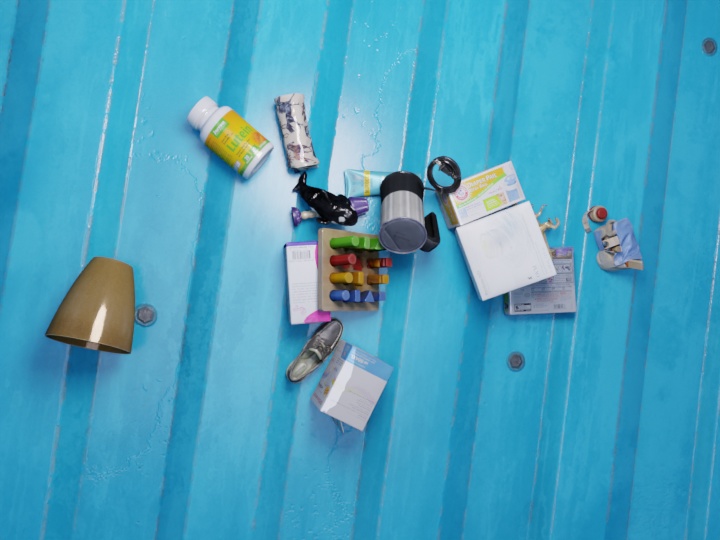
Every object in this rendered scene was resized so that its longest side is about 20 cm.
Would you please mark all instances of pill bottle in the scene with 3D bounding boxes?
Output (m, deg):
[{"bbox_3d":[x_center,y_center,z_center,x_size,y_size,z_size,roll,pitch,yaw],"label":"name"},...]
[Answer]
[{"bbox_3d":[-0.322,-0.330,1.422,0.200,0.111,0.111,40,83,-7],"label":"pill bottle"}]

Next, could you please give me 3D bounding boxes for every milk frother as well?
[{"bbox_3d":[0.147,-0.166,1.418,0.179,0.200,0.189,16,44,-14],"label":"milk frother"}]

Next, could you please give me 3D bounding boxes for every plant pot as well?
[{"bbox_3d":[-0.601,0.077,1.342,0.185,0.186,0.201,13,73,-10],"label":"plant pot"}]

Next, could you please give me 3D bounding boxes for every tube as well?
[{"bbox_3d":[0.059,-0.231,1.527,0.198,0.050,0.078,-2,90,-6],"label":"tube"}]

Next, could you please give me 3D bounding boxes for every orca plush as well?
[{"bbox_3d":[-0.086,-0.188,1.439,0.105,0.071,0.200,-30,62,-20],"label":"orca plush"}]

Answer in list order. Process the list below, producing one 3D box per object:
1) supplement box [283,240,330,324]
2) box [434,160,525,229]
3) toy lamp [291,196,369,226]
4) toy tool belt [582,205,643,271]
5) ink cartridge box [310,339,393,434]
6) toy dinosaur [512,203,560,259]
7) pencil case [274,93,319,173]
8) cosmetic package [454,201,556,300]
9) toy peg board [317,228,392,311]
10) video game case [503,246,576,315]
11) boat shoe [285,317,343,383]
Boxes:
[{"bbox_3d":[-0.136,0.030,1.455,0.100,0.103,0.202,-3,88,-11],"label":"supplement box"},{"bbox_3d":[0.316,-0.200,1.542,0.199,0.101,0.113,-23,93,-10],"label":"box"},{"bbox_3d":[-0.077,-0.155,1.494,0.199,0.058,0.059,-9,91,-8],"label":"toy lamp"},{"bbox_3d":[0.715,-0.092,1.604,0.124,0.123,0.201,-23,93,-10],"label":"toy tool belt"},{"bbox_3d":[-0.029,0.296,1.452,0.125,0.128,0.201,30,83,-14],"label":"ink cartridge box"},{"bbox_3d":[0.494,-0.115,1.596,0.101,0.058,0.201,-30,75,-6],"label":"toy dinosaur"},{"bbox_3d":[-0.162,-0.354,1.471,0.077,0.089,0.201,-12,91,18],"label":"pencil case"},{"bbox_3d":[0.372,-0.048,1.506,0.199,0.123,0.201,-21,86,8],"label":"cosmetic package"},{"bbox_3d":[0.000,0.000,1.431,0.199,0.097,0.201,4,85,-44],"label":"toy peg board"},{"bbox_3d":[0.494,0.028,1.600,0.198,0.045,0.183,-1,89,-10],"label":"video game case"},{"bbox_3d":[-0.112,0.208,1.474,0.072,0.066,0.201,43,82,-7],"label":"boat shoe"}]
